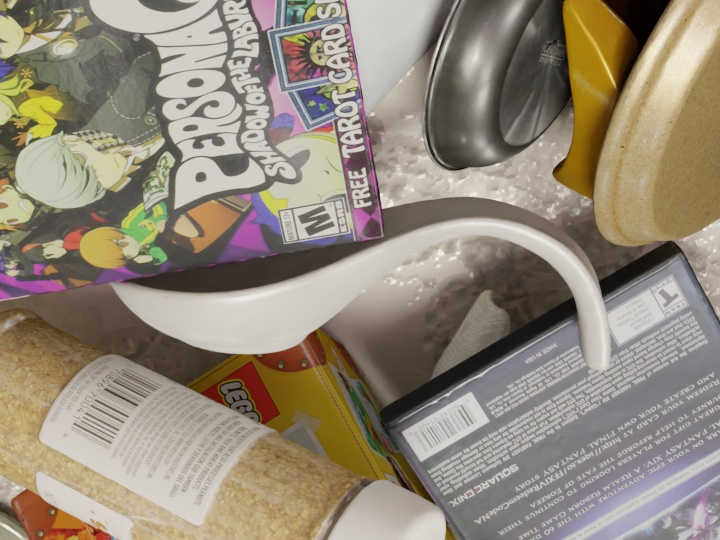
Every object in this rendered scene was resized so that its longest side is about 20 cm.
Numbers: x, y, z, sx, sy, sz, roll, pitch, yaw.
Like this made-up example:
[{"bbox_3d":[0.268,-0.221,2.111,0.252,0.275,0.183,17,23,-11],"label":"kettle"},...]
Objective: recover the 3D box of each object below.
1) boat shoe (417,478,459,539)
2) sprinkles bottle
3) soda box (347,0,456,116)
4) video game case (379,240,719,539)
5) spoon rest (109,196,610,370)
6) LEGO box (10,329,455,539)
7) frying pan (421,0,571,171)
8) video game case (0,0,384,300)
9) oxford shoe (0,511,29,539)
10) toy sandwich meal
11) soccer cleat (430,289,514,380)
[{"bbox_3d":[0.074,0.148,0.869,0.202,0.075,0.075,35,120,-21],"label":"boat shoe"},{"bbox_3d":[-0.067,0.082,0.707,0.200,0.068,0.068,24,120,20],"label":"sprinkles bottle"},{"bbox_3d":[-0.057,-0.140,0.660,0.200,0.063,0.068,36,107,-29],"label":"soda box"},{"bbox_3d":[0.118,0.101,0.792,0.143,0.019,0.200,-31,116,4],"label":"video game case"},{"bbox_3d":[0.000,0.000,0.715,0.200,0.099,0.061,4,107,0],"label":"spoon rest"},{"bbox_3d":[-0.031,0.147,0.760,0.149,0.200,0.077,-33,161,8],"label":"LEGO box"},{"bbox_3d":[0.083,-0.119,0.710,0.190,0.031,0.115,-57,156,-9],"label":"frying pan"},{"bbox_3d":[-0.093,-0.082,0.633,0.181,0.036,0.200,-9,129,1],"label":"video game case"},{"bbox_3d":[-0.218,0.124,0.786,0.200,0.058,0.075,27,109,-28],"label":"oxford shoe"},{"bbox_3d":[0.137,-0.101,0.709,0.205,0.070,0.205,-40,153,-25],"label":"toy sandwich meal"},{"bbox_3d":[0.127,0.060,0.823,0.200,0.070,0.086,11,107,-23],"label":"soccer cleat"}]
